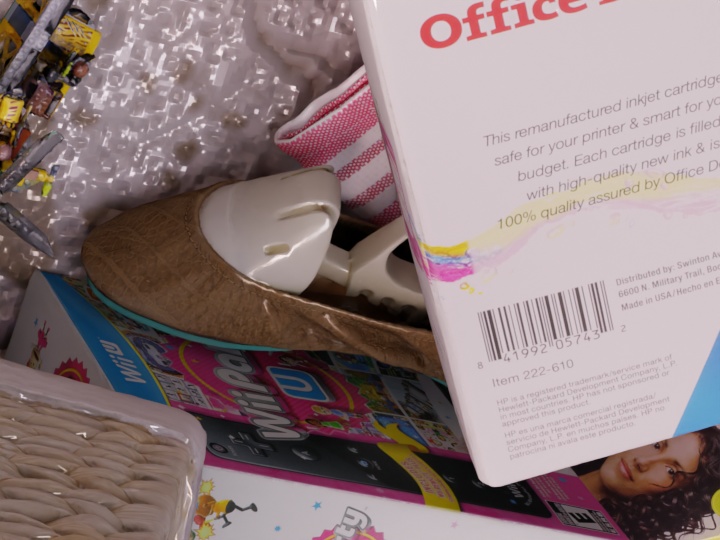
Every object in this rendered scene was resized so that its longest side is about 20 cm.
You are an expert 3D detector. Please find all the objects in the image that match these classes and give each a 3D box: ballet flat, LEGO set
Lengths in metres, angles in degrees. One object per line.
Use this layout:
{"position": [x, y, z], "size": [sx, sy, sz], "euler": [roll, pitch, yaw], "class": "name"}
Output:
{"position": [0.000, 0.000, 1.062], "size": [0.200, 0.068, 0.072], "euler": [17, 136, -13], "class": "ballet flat"}
{"position": [-0.151, -0.099, 0.940], "size": [0.200, 0.116, 0.154], "euler": [37, 95, -33], "class": "LEGO set"}

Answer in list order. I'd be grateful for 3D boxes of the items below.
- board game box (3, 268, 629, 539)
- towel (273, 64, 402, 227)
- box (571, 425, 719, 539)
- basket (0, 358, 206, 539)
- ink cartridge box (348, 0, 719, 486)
{"position": [-0.021, 0.075, 1.062], "size": [0.200, 0.148, 0.064], "euler": [11, 111, -28], "class": "board game box"}
{"position": [0.084, -0.026, 1.090], "size": [0.146, 0.030, 0.200], "euler": [-29, 127, 29], "class": "towel"}
{"position": [0.162, 0.090, 1.157], "size": [0.200, 0.075, 0.050], "euler": [-14, 135, -4], "class": "box"}
{"position": [-0.165, 0.136, 0.894], "size": [0.200, 0.161, 0.198], "euler": [13, 110, -4], "class": "basket"}
{"position": [0.083, -0.044, 0.977], "size": [0.144, 0.085, 0.200], "euler": [-15, 121, -1], "class": "ink cartridge box"}
